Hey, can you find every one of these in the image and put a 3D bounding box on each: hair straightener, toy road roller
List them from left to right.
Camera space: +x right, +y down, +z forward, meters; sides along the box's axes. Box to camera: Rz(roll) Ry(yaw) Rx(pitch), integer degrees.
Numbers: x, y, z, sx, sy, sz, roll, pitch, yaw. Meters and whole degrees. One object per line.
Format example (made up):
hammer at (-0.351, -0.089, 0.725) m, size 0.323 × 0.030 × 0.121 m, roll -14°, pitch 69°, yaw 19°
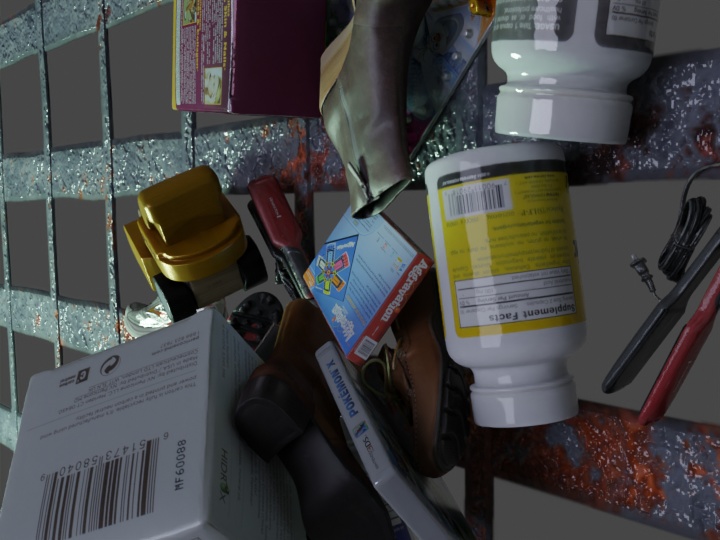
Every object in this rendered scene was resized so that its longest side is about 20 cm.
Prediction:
toy road roller at (-0.194, -0.054, 0.943) m, size 0.200 × 0.121 × 0.148 m, roll 46°, pitch 154°, yaw 48°
hair straightener at (-0.068, -0.004, 0.916) m, size 0.202 × 0.040 × 0.077 m, roll 58°, pitch 158°, yaw 21°
hair straightener at (0.215, 0.005, 0.583) m, size 0.077 × 0.040 × 0.203 m, roll 40°, pitch 123°, yaw 39°

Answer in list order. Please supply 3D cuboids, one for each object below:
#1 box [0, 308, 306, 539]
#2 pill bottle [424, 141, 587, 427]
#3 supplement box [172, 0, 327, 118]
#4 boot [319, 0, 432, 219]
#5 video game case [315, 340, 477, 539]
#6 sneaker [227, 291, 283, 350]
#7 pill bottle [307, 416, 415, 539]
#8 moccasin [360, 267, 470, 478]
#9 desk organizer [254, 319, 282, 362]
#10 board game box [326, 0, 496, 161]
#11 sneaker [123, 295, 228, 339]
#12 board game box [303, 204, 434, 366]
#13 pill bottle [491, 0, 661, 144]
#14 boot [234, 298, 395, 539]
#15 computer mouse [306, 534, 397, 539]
box at (-0.165, 0.180, 0.716) m, size 0.196 × 0.172 × 0.202 m, roll -20°, pitch 46°, yaw 15°
pill bottle at (0.114, 0.012, 0.649) m, size 0.110 × 0.110 × 0.204 m, roll -8°, pitch 88°, yaw 49°
supplement box at (-0.121, -0.227, 0.875) m, size 0.199 × 0.101 × 0.134 m, roll 22°, pitch 111°, yaw 60°
boot at (0.028, -0.154, 0.716) m, size 0.200 × 0.071 × 0.169 m, roll -41°, pitch 58°, yaw 56°
video game case at (0.043, 0.169, 0.672) m, size 0.201 × 0.022 × 0.183 m, roll 54°, pitch -179°, yaw -28°
sneaker at (-0.131, 0.117, 0.961) m, size 0.070 × 0.098 × 0.204 m, roll 17°, pitch 99°, yaw 4°
pill bottle at (-0.011, 0.253, 0.815) m, size 0.120 × 0.118 × 0.203 m, roll -40°, pitch 64°, yaw 43°
moccasin at (0.044, 0.081, 0.702) m, size 0.076 × 0.074 × 0.204 m, roll -18°, pitch 47°, yaw 12°
desk organizer at (-0.110, 0.148, 0.875) m, size 0.071 × 0.077 × 0.201 m, roll 35°, pitch 99°, yaw 0°
board game box at (0.029, -0.237, 0.785) m, size 0.201 × 0.026 × 0.201 m, roll 56°, pitch 132°, yaw 29°
sneaker at (-0.235, 0.055, 1.098) m, size 0.197 × 0.077 × 0.084 m, roll 2°, pitch 92°, yaw 40°
board game box at (0.000, 0.000, 0.756) m, size 0.104 × 0.019 × 0.200 m, roll -54°, pitch 22°, yaw 8°
pill bottle at (0.150, -0.193, 0.583) m, size 0.113 × 0.112 × 0.204 m, roll 18°, pitch 107°, yaw 46°
boot at (-0.026, 0.137, 0.746) m, size 0.068 × 0.200 × 0.188 m, roll -41°, pitch 99°, yaw 18°
computer mouse at (-0.032, 0.264, 0.730) m, size 0.200 × 0.046 × 0.141 m, roll 44°, pitch 105°, yaw 26°
